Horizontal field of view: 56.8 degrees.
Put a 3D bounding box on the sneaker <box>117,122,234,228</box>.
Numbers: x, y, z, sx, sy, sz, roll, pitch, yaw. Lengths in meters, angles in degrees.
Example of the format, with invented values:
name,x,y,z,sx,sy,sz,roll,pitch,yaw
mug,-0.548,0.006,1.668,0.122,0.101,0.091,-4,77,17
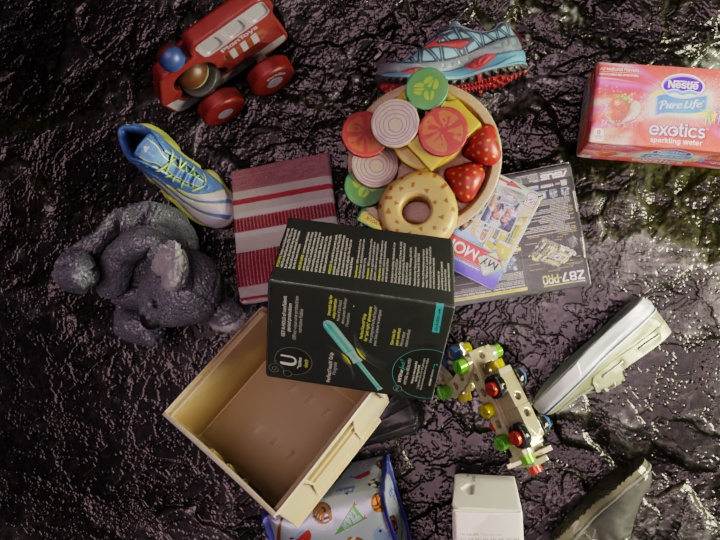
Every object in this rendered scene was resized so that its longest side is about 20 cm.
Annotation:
name,x,y,z,sx,sy,sz,roll,pitch,yaw
sneaker,-0.262,-0.132,0.920,0.200,0.105,0.076,39,95,8

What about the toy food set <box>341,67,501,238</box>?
name,x,y,z,sx,sy,sz,roll,pitch,yaw
toy food set,0.073,-0.140,0.824,0.200,0.049,0.198,-43,80,7

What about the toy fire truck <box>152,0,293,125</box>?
name,x,y,z,sx,sy,sz,roll,pitch,yaw
toy fire truck,-0.191,-0.286,0.879,0.199,0.168,0.112,-30,84,7

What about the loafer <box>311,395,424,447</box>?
name,x,y,z,sx,sy,sz,roll,pitch,yaw
loafer,-0.015,0.209,0.897,0.200,0.068,0.071,-19,78,3

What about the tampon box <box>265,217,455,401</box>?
name,x,y,z,sx,sy,sz,roll,pitch,yaw
tampon box,-0.001,0.043,0.780,0.199,0.127,0.150,9,127,0

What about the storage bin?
name,x,y,z,sx,sy,sz,roll,pitch,yaw
storage bin,-0.099,0.176,0.839,0.200,0.094,0.199,31,69,28

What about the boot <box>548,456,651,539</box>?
name,x,y,z,sx,sy,sz,roll,pitch,yaw
boot,0.363,0.358,0.830,0.200,0.073,0.182,42,109,14

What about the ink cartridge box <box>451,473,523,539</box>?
name,x,y,z,sx,sy,sz,roll,pitch,yaw
ink cartridge box,0.158,0.371,0.824,0.084,0.145,0.201,-2,89,9

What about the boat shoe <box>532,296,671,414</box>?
name,x,y,z,sx,sy,sz,roll,pitch,yaw
boat shoe,0.306,0.119,0.842,0.200,0.072,0.062,-44,81,3

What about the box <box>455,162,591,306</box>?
name,x,y,z,sx,sy,sz,roll,pitch,yaw
box,0.187,-0.043,0.875,0.199,0.049,0.162,-10,85,9

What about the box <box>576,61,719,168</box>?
name,x,y,z,sx,sy,sz,roll,pitch,yaw
box,0.380,-0.190,0.822,0.199,0.095,0.103,7,89,9

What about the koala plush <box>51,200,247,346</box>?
name,x,y,z,sx,sy,sz,roll,pitch,yaw
koala plush,-0.248,0.008,0.858,0.200,0.178,0.184,19,64,41

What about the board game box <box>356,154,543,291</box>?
name,x,y,z,sx,sy,sz,roll,pitch,yaw
board game box,0.112,-0.078,0.852,0.199,0.029,0.135,28,92,11

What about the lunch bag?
name,x,y,z,sx,sy,sz,roll,pitch,yaw
lunch bag,-0.017,0.369,0.869,0.169,0.124,0.201,-13,101,9

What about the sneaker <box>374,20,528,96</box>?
name,x,y,z,sx,sy,sz,roll,pitch,yaw
sneaker,0.116,-0.279,0.887,0.199,0.079,0.096,-7,75,2

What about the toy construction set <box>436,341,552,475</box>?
name,x,y,z,sx,sy,sz,roll,pitch,yaw
toy construction set,0.170,0.176,0.841,0.092,0.131,0.200,-33,83,-34

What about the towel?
name,x,y,z,sx,sy,sz,roll,pitch,yaw
towel,-0.101,-0.057,0.903,0.143,0.023,0.201,-10,69,7
